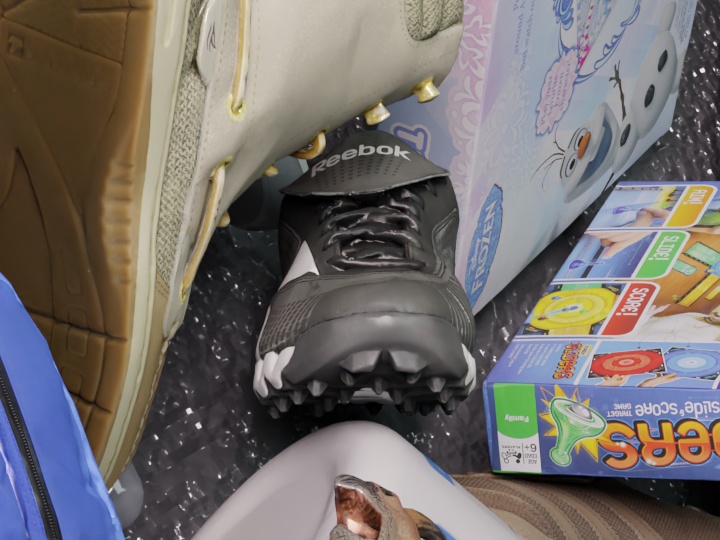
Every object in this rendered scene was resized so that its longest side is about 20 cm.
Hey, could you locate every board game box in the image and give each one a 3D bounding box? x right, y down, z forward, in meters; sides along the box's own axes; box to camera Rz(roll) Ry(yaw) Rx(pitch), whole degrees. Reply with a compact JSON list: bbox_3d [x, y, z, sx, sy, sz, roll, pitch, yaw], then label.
[{"bbox_3d":[0.135,0.016,0.944,0.200,0.135,0.035,-49,135,-61],"label":"board game box"},{"bbox_3d":[0.072,-0.104,0.961,0.043,0.201,0.199,21,35,21],"label":"board game box"}]

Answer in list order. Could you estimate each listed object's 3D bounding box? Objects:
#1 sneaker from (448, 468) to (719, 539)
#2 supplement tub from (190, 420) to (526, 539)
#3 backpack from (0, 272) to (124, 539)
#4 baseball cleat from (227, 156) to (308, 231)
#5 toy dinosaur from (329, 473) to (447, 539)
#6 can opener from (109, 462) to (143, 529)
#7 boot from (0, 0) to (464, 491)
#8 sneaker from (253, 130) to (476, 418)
[{"bbox_3d":[0.055,0.100,0.908,0.199,0.071,0.076,16,25,-31],"label":"sneaker"},{"bbox_3d":[0.033,0.151,0.789,0.200,0.132,0.132,41,42,-15],"label":"supplement tub"},{"bbox_3d":[-0.150,0.070,0.645,0.200,0.168,0.163,-8,76,-47],"label":"backpack"},{"bbox_3d":[-0.105,-0.077,0.873,0.200,0.070,0.106,50,54,1],"label":"baseball cleat"},{"bbox_3d":[0.030,0.163,0.681,0.085,0.201,0.136,3,26,4],"label":"toy dinosaur"},{"bbox_3d":[-0.124,-0.010,0.788,0.053,0.067,0.200,-24,81,-15],"label":"can opener"},{"bbox_3d":[-0.041,-0.033,0.753,0.072,0.201,0.154,27,30,27],"label":"boot"},{"bbox_3d":[0.000,0.000,0.824,0.066,0.200,0.091,-2,87,0],"label":"sneaker"}]
